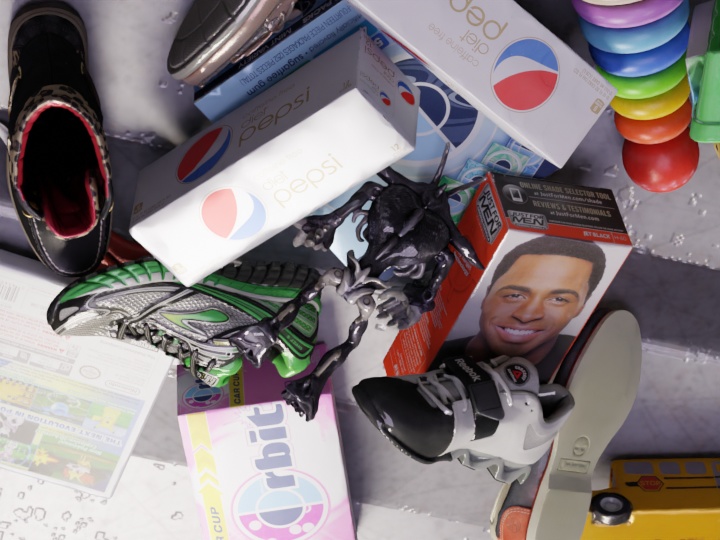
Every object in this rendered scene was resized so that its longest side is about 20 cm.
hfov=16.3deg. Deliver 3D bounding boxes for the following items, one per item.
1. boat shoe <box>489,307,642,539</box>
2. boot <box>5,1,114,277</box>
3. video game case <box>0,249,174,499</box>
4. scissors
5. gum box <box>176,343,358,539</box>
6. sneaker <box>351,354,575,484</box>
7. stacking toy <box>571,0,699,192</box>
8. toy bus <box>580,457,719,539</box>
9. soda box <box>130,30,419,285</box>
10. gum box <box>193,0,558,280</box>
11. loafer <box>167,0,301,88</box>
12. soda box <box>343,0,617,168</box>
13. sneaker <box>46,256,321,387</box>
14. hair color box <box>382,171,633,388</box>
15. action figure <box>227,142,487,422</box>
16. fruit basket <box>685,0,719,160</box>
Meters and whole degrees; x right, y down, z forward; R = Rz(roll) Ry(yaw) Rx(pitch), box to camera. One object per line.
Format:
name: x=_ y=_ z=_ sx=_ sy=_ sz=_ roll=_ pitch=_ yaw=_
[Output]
boat shoe: x=0.149 y=0.119 z=1.854 sx=0.071 sy=0.063 sz=0.200 roll=14 pitch=96 yaw=-38
boot: x=-0.199 y=-0.062 z=1.672 sx=0.073 sy=0.151 sz=0.200 roll=-4 pitch=117 yaw=-8
video game case: x=-0.247 y=0.071 z=1.831 sx=0.200 sy=0.022 sz=0.182 roll=18 pitch=123 yaw=-14
scissors: x=-0.203 y=-0.028 z=1.781 sx=0.200 sy=0.014 sz=0.073 roll=37 pitch=116 yaw=-26
gum box: x=-0.066 y=0.160 z=1.882 sx=0.113 sy=0.066 sz=0.200 roll=-8 pitch=123 yaw=1
sneaker: x=0.075 y=0.088 z=1.741 sx=0.089 sy=0.074 sz=0.200 roll=-48 pitch=146 yaw=20
stacking toy: x=0.196 y=-0.137 z=1.705 sx=0.085 sy=0.085 sz=0.200 roll=-14 pitch=128 yaw=5
toy bus: x=0.253 y=0.186 z=1.914 sx=0.200 sy=0.078 sz=0.065 roll=-1 pitch=124 yaw=-3
soda box: x=-0.058 y=-0.073 z=1.665 sx=0.200 sy=0.068 sz=0.064 roll=-31 pitch=121 yaw=26
gum box: x=0.013 y=-0.103 z=1.730 sx=0.170 sy=0.045 sz=0.200 roll=-34 pitch=118 yaw=18
loafer: x=-0.049 y=-0.193 z=1.656 sx=0.063 sy=0.072 sz=0.200 roll=27 pitch=114 yaw=-28
soda box: x=0.073 y=-0.154 z=1.642 sx=0.200 sy=0.064 sz=0.068 roll=37 pitch=91 yaw=-28
sneaker: x=-0.121 y=0.037 z=1.757 sx=0.200 sy=0.085 sz=0.078 roll=2 pitch=168 yaw=-17
hair color box: x=0.101 y=0.025 z=1.780 sx=0.101 sy=0.061 sz=0.200 roll=7 pitch=133 yaw=-23
action figure: x=0.000 y=0.000 z=1.714 sx=0.119 sy=0.102 sz=0.200 roll=44 pitch=79 yaw=-7
fruit basket: x=0.263 y=-0.088 z=1.679 sx=0.094 sy=0.185 sz=0.200 roll=5 pitch=126 yaw=9
